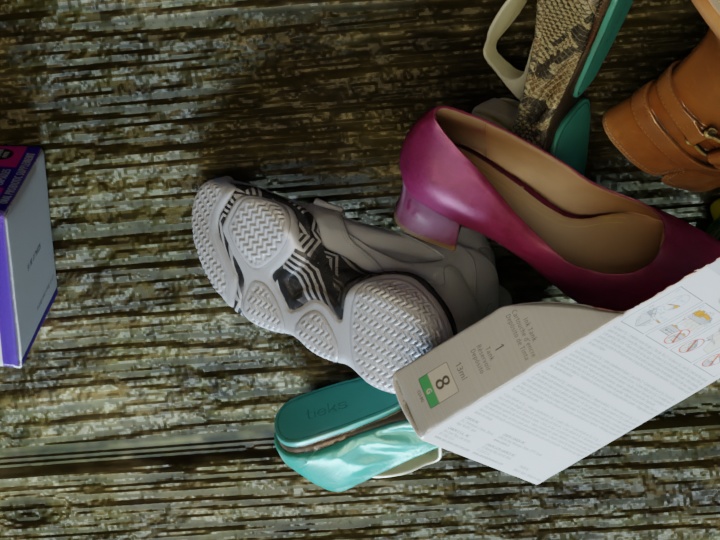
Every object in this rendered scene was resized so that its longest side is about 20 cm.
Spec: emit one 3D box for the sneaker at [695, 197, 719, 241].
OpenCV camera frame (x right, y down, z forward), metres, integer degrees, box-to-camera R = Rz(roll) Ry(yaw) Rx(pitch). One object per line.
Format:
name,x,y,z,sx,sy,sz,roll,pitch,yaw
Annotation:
sneaker,0.283,-0.027,1.440,0.200,0.085,0.078,-28,110,17

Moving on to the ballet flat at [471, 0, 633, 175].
ballet flat,0.101,-0.102,1.438,0.075,0.068,0.200,24,126,17

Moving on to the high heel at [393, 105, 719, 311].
high heel,0.117,-0.032,1.383,0.199,0.068,0.096,10,148,-3

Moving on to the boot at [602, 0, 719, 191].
boot,0.188,-0.102,1.375,0.155,0.074,0.200,-13,138,43

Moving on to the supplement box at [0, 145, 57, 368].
supplement box,-0.288,-0.011,1.505,0.199,0.101,0.104,0,116,6

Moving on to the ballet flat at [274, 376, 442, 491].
ballet flat,0.047,0.081,1.540,0.200,0.067,0.070,-20,136,16

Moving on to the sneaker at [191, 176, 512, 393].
sneaker,0.000,0.000,1.495,0.200,0.115,0.075,32,120,30

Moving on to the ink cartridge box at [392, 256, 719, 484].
ink cartridge box,0.137,0.041,1.405,0.200,0.161,0.050,-34,63,16
